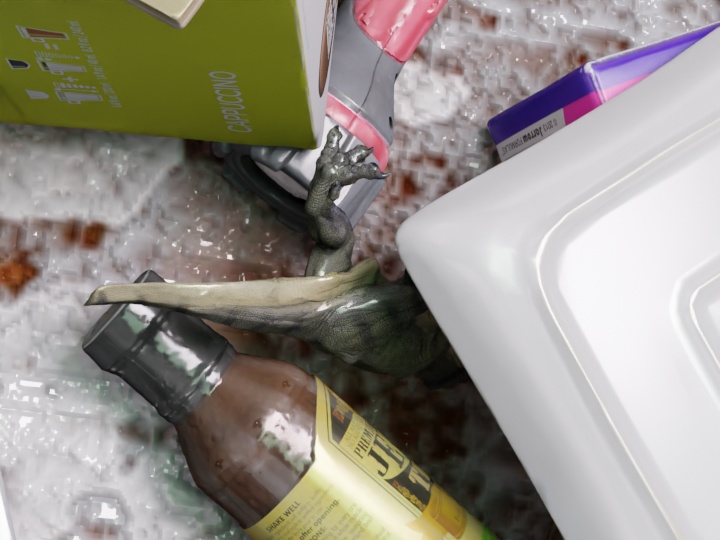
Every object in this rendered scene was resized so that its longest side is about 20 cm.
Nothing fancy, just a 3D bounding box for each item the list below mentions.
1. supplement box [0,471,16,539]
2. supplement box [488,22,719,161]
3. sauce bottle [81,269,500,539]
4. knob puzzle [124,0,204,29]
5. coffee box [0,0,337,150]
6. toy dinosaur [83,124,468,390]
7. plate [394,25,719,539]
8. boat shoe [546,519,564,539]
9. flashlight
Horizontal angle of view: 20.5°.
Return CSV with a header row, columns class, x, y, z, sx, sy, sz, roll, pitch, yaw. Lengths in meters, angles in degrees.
class,x,y,z,sx,sy,sz,roll,pitch,yaw
supplement box,-0.184,0.057,0.692,0.103,0.101,0.202,-13,85,-21
supplement box,0.145,0.010,0.810,0.103,0.101,0.202,-18,88,-21
sauce bottle,-0.020,0.080,0.766,0.200,0.065,0.065,42,70,-10
knob puzzle,-0.081,-0.189,0.563,0.217,0.030,0.222,0,80,1
coffee box,-0.101,-0.165,0.677,0.198,0.200,0.200,6,79,2
toy dinosaur,0.000,0.000,0.744,0.199,0.048,0.088,14,116,-43
plate,0.141,0.022,0.728,0.199,0.032,0.201,-31,93,-21
boat shoe,0.097,0.177,0.787,0.070,0.070,0.202,6,100,-12
flashlight,0.019,-0.109,0.807,0.067,0.068,0.201,28,75,22
